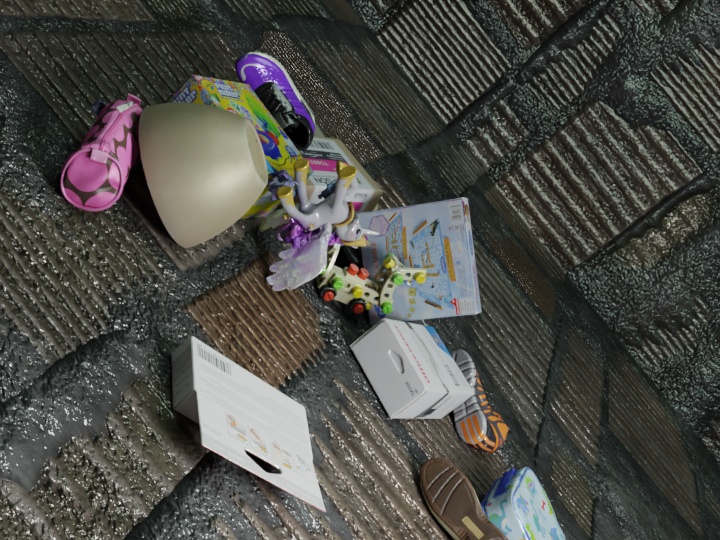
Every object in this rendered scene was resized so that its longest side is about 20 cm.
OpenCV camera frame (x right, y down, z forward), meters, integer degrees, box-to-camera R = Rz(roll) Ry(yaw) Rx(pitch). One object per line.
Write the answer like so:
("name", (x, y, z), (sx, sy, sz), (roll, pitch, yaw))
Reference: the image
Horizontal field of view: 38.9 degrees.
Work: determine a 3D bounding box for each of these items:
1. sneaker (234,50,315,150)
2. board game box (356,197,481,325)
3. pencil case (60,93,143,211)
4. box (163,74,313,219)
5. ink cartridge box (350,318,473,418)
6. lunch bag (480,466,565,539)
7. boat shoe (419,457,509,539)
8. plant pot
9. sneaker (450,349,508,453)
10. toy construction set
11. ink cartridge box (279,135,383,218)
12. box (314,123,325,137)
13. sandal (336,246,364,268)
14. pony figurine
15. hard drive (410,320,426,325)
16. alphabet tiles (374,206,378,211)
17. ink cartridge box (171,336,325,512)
("sneaker", (-0.140, -0.284, 1.750), (0.200, 0.069, 0.100), (46, 25, -35))
("board game box", (0.102, -0.014, 1.783), (0.041, 0.197, 0.203), (-5, 88, -69))
("pencil case", (-0.328, -0.157, 1.327), (0.090, 0.094, 0.201), (29, 25, -16))
("box", (-0.207, -0.193, 1.630), (0.193, 0.122, 0.200), (52, 19, 7))
("ink cartridge box", (0.088, 0.167, 1.706), (0.145, 0.084, 0.199), (58, 19, 22))
("lunch bag", (0.257, 0.409, 1.625), (0.162, 0.082, 0.200), (64, 19, 0))
("boat shoe", (0.153, 0.376, 1.527), (0.203, 0.074, 0.075), (55, -17, 31))
("plant pot", (-0.205, -0.145, 1.414), (0.200, 0.133, 0.203), (-14, 90, -82))
("sneaker", (0.208, 0.248, 1.873), (0.112, 0.077, 0.202), (38, 33, -44))
("toy construction set", (0.000, 0.000, 1.715), (0.199, 0.131, 0.092), (32, 26, -15))
("ink cartridge box", (-0.081, -0.170, 1.842), (0.199, 0.075, 0.165), (0, 42, -46))
("box", (-0.143, -0.263, 1.987), (0.083, 0.068, 0.200), (55, 19, 11))
("sandal", (-0.030, -0.044, 1.896), (0.075, 0.048, 0.201), (40, 11, -27))
("pony figurine", (-0.074, -0.079, 1.582), (0.201, 0.191, 0.168), (74, -1, -53))
("hard drive", (0.059, 0.013, 1.929), (0.201, 0.038, 0.140), (65, 4, 33))
("alphabet tiles", (-0.047, -0.124, 1.897), (0.194, 0.015, 0.201), (18, 33, -25))
("ink cartridge box", (-0.135, 0.192, 1.209), (0.199, 0.045, 0.177), (38, 22, -34))
